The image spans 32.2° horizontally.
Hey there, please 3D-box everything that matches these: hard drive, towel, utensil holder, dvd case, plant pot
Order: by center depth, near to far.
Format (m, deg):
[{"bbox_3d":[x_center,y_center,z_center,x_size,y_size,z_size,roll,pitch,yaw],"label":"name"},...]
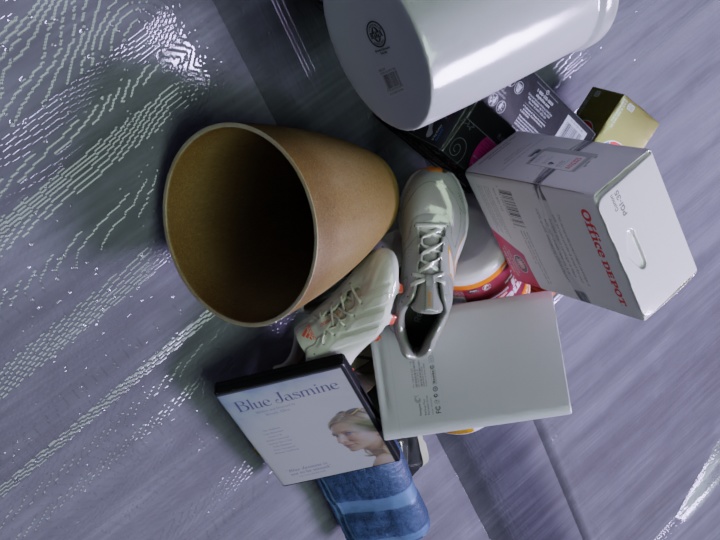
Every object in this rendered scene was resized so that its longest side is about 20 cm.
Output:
[{"bbox_3d":[0.091,-0.233,1.069,0.200,0.170,0.170,-29,130,-22],"label":"utensil holder"},{"bbox_3d":[-0.054,-0.058,1.202,0.200,0.186,0.187,-17,125,-51],"label":"plant pot"},{"bbox_3d":[0.115,0.101,1.328,0.199,0.133,0.027,-9,169,5],"label":"hard drive"},{"bbox_3d":[-0.052,0.164,1.332,0.142,0.018,0.200,-14,138,12],"label":"dvd case"},{"bbox_3d":[0.009,0.255,1.472,0.049,0.111,0.200,-79,154,-48],"label":"towel"}]

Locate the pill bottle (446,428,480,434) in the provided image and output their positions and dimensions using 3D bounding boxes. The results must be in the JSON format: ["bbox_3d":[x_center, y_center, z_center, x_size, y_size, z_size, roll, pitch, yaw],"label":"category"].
[{"bbox_3d":[0.111,0.130,1.442,0.111,0.111,0.200,-50,166,-6],"label":"pill bottle"}]

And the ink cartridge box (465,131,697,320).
[{"bbox_3d":[0.213,-0.048,1.219,0.083,0.200,0.147,-38,118,-20],"label":"ink cartridge box"}]

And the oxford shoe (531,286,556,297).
[{"bbox_3d":[0.253,-0.014,1.554,0.200,0.071,0.072,-55,141,-1],"label":"oxford shoe"}]

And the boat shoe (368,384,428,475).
[{"bbox_3d":[0.029,0.182,1.471,0.068,0.072,0.200,-35,135,-19],"label":"boat shoe"}]

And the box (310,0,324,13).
[{"bbox_3d":[0.013,-0.334,1.135,0.182,0.104,0.200,33,91,-45],"label":"box"}]

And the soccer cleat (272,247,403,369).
[{"bbox_3d":[-0.023,0.056,1.269,0.077,0.069,0.200,10,130,-27],"label":"soccer cleat"}]

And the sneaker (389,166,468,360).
[{"bbox_3d":[0.071,-0.002,1.252,0.075,0.092,0.201,3,112,-2],"label":"sneaker"}]

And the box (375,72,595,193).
[{"bbox_3d":[0.136,-0.157,1.337,0.200,0.115,0.132,32,90,-47],"label":"box"}]

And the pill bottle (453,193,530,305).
[{"bbox_3d":[0.132,0.005,1.409,0.110,0.109,0.200,-47,150,-9],"label":"pill bottle"}]

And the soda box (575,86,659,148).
[{"bbox_3d":[0.247,-0.104,1.413,0.064,0.068,0.200,32,91,-27],"label":"soda box"}]

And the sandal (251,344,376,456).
[{"bbox_3d":[-0.049,0.128,1.393,0.200,0.054,0.080,-44,131,8],"label":"sandal"}]

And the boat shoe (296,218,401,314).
[{"bbox_3d":[0.000,0.000,1.341,0.200,0.069,0.071,-28,126,-28],"label":"boat shoe"}]
